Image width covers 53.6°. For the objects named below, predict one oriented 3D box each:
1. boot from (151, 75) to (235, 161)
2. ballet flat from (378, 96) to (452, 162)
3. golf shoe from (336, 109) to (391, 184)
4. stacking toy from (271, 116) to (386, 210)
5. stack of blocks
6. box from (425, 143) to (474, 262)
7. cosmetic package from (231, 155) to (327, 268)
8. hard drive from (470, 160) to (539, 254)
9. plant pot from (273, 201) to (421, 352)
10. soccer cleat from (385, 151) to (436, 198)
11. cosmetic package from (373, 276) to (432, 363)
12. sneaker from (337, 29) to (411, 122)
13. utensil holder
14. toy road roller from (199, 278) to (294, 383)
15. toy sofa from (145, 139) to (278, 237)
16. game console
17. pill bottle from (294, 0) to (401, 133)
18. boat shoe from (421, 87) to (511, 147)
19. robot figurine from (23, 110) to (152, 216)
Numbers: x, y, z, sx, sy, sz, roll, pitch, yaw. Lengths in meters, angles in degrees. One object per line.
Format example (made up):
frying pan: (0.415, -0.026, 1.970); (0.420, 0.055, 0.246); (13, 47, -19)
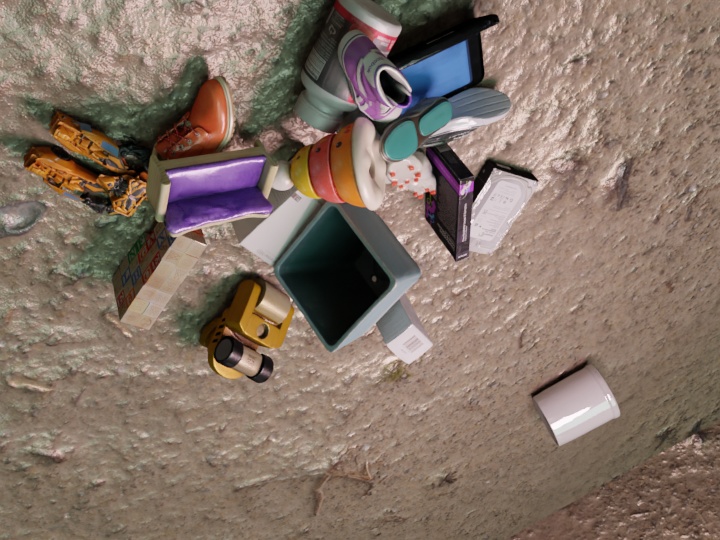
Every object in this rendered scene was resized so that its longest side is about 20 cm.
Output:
boot: (-0.265, -0.211, 1.116); (0.106, 0.075, 0.202); (-11, 137, -47)
ballet flat: (0.080, -0.238, 1.207); (0.199, 0.063, 0.068); (-38, 126, -36)
golf shoe: (0.021, -0.206, 1.275); (0.078, 0.098, 0.200); (-38, 137, 8)
stacking toy: (-0.065, -0.161, 1.162); (0.196, 0.148, 0.147); (-7, 139, 16)
stack of blocks: (-0.353, -0.013, 1.241); (0.058, 0.116, 0.201); (23, 116, -40)
box: (0.170, -0.137, 1.381); (0.035, 0.144, 0.202); (-16, 136, -14)
cosmetic package: (-0.127, -0.111, 1.294); (0.200, 0.082, 0.112); (-43, 137, 12)
hard drive: (0.277, -0.129, 1.520); (0.138, 0.038, 0.202); (10, 125, -33)
plant pot: (0.000, 0.000, 1.322); (0.196, 0.197, 0.199); (-47, 161, 28)
soccer cleat: (0.088, -0.189, 1.295); (0.068, 0.079, 0.200); (-16, 167, 19)
cosmetic package: (0.066, 0.083, 1.484); (0.074, 0.201, 0.102); (-36, 136, 9)
sneaker: (0.038, -0.259, 1.067); (0.073, 0.114, 0.200); (-45, 154, 4)
utensil holder: (0.628, 0.396, 2.091); (0.198, 0.171, 0.171); (-28, 137, 3)
toy road roller: (-0.240, 0.118, 1.439); (0.123, 0.144, 0.203); (36, 71, -44)
toy sofa: (-0.226, -0.131, 1.113); (0.197, 0.098, 0.083); (-15, 149, -34)
game console: (0.136, -0.335, 1.207); (0.197, 0.176, 0.118); (-26, 108, -4)
pill bottle: (-0.028, -0.325, 1.129); (0.109, 0.111, 0.201); (12, 123, -35)
boat shoe: (0.181, -0.281, 1.320); (0.196, 0.073, 0.071); (-15, 158, -9)
robot figurine: (-0.412, -0.155, 1.121); (0.145, 0.059, 0.199); (-45, 134, 17)
